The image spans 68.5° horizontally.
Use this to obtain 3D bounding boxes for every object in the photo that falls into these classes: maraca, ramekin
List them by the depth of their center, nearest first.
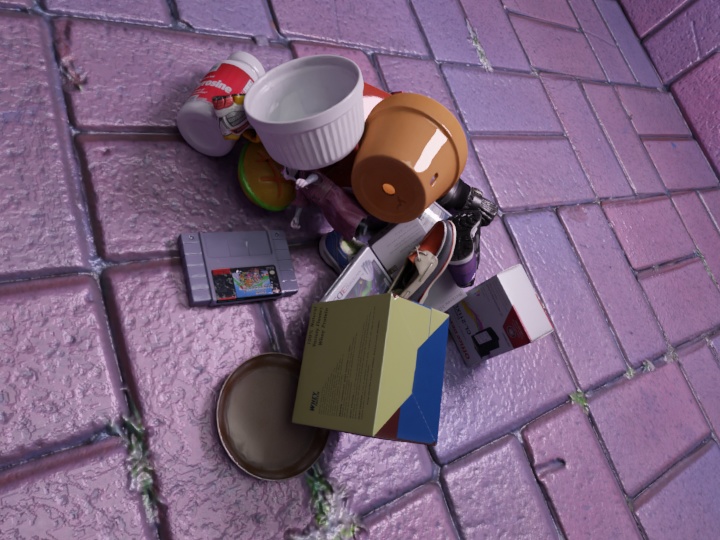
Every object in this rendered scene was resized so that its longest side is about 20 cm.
[{"bbox_3d":[-0.085,-0.259,0.881,0.197,0.106,0.202,-8,47,8],"label":"ramekin"},{"bbox_3d":[-0.166,-0.204,1.015,0.137,0.106,0.202,42,48,-34],"label":"maraca"}]

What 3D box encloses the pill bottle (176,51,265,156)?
[{"bbox_3d":[-0.257,-0.324,1.012,0.111,0.112,0.202,31,54,-16],"label":"pill bottle"}]

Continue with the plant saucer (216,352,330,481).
[{"bbox_3d":[-0.141,0.237,0.864,0.198,0.032,0.203,15,60,-27],"label":"plant saucer"}]

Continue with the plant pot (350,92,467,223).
[{"bbox_3d":[0.071,-0.179,0.910,0.199,0.200,0.141,39,51,-10],"label":"plant pot"}]

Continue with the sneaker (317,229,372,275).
[{"bbox_3d":[0.000,0.000,1.044,0.200,0.077,0.076,46,49,-8],"label":"sneaker"}]

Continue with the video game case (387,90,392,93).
[{"bbox_3d":[0.096,-0.344,1.314,0.201,0.019,0.143,51,50,0],"label":"video game case"}]

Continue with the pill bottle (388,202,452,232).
[{"bbox_3d":[0.128,-0.101,1.150,0.199,0.119,0.120,37,53,-12],"label":"pill bottle"}]

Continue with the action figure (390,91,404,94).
[{"bbox_3d":[0.085,-0.306,1.231,0.065,0.051,0.204,5,89,-54],"label":"action figure"}]

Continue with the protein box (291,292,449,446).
[{"bbox_3d":[0.015,0.156,0.834,0.134,0.198,0.202,21,69,-37],"label":"protein box"}]

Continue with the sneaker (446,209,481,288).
[{"bbox_3d":[0.207,-0.044,1.064,0.201,0.075,0.089,-64,142,-49],"label":"sneaker"}]

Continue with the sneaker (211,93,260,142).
[{"bbox_3d":[-0.187,-0.276,0.961,0.199,0.077,0.084,-26,117,-51],"label":"sneaker"}]

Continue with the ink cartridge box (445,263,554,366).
[{"bbox_3d":[0.274,0.099,1.095,0.082,0.200,0.147,-18,77,-34],"label":"ink cartridge box"}]

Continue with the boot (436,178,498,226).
[{"bbox_3d":[0.250,-0.158,1.249,0.158,0.079,0.212,43,28,-7],"label":"boot"}]

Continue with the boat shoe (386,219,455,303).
[{"bbox_3d":[0.109,-0.007,0.985,0.062,0.202,0.071,20,14,-32],"label":"boat shoe"}]

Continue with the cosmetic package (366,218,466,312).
[{"bbox_3d":[0.112,-0.005,1.066,0.112,0.081,0.201,-36,101,2],"label":"cosmetic package"}]

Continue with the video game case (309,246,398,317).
[{"bbox_3d":[0.015,0.090,0.991,0.201,0.023,0.182,54,56,-24],"label":"video game case"}]

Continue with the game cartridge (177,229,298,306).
[{"bbox_3d":[-0.212,-0.007,0.939,0.197,0.038,0.131,-5,66,-35],"label":"game cartridge"}]

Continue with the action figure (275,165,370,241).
[{"bbox_3d":[-0.061,-0.144,0.944,0.199,0.134,0.150,41,61,-9],"label":"action figure"}]

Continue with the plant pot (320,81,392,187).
[{"bbox_3d":[-0.012,-0.249,1.096,0.197,0.199,0.179,16,71,-26],"label":"plant pot"}]
